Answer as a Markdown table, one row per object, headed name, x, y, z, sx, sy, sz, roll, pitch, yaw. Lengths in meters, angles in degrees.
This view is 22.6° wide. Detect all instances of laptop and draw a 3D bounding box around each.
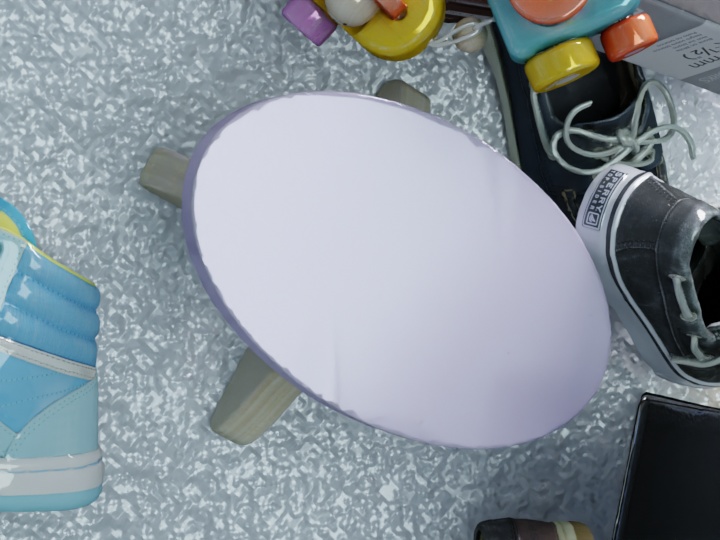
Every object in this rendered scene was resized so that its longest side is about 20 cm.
| name | x | y | z | sx | sy | sz | roll | pitch | yaw |
| --- | --- | --- | --- | --- | --- | --- | --- | --- | --- |
| laptop | 0.110 | 0.147 | 0.804 | 0.115 | 0.200 | 0.188 | 13 | 88 | -19 |

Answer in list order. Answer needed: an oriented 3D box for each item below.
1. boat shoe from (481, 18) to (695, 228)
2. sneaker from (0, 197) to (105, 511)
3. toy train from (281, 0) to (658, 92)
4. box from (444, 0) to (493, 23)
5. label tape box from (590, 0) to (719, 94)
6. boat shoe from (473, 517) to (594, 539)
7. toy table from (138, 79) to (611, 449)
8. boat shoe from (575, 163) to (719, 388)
| name | x | y | z | sx | sy | sz | roll | pitch | yaw |
| --- | --- | --- | --- | --- | --- | --- | --- | --- | --- |
| boat shoe | 0.112 | -0.077 | 0.864 | 0.075 | 0.062 | 0.201 | -20 | 100 | -20 |
| sneaker | -0.197 | 0.030 | 0.741 | 0.199 | 0.079 | 0.131 | 5 | 93 | -31 |
| toy train | 0.038 | -0.155 | 0.731 | 0.199 | 0.056 | 0.151 | 17 | 92 | 9 |
| box | 0.023 | -0.220 | 0.816 | 0.100 | 0.075 | 0.201 | 7 | 89 | -22 |
| label tape box | 0.172 | -0.162 | 0.844 | 0.199 | 0.066 | 0.144 | 13 | 72 | -33 |
| boat shoe | 0.063 | 0.215 | 0.862 | 0.066 | 0.072 | 0.202 | 12 | 92 | -6 |
| toy table | 0.000 | 0.000 | 0.795 | 0.200 | 0.117 | 0.184 | 42 | 79 | -18 |
| boat shoe | 0.168 | 0.011 | 0.842 | 0.074 | 0.068 | 0.199 | -62 | 145 | -14 |
